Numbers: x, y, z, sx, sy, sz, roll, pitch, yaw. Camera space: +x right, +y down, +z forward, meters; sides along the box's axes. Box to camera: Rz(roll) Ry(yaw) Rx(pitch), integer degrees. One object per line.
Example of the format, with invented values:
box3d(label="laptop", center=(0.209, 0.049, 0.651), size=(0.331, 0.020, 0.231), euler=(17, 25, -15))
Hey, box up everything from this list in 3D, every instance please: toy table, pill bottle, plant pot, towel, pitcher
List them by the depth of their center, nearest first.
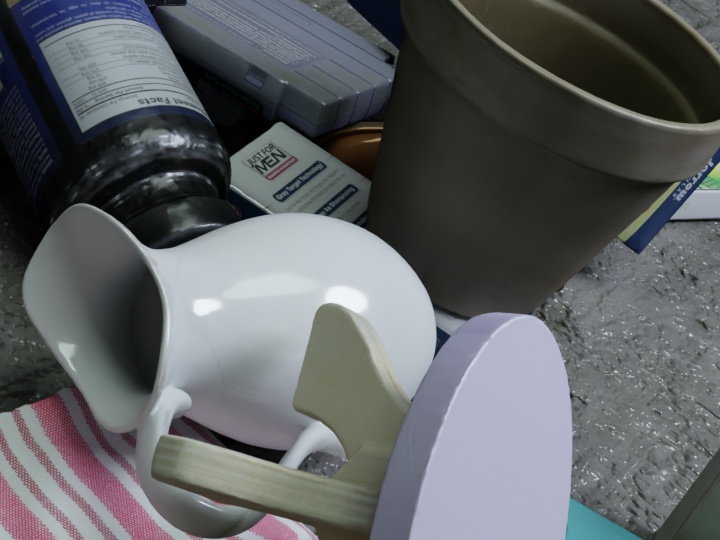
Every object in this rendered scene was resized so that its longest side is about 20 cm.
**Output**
box3d(label="toy table", center=(0.007, 0.112, 0.703), size=(0.117, 0.201, 0.184), euler=(5, -28, 36))
box3d(label="towel", center=(-0.121, 0.114, 0.758), size=(0.146, 0.030, 0.200), euler=(42, 34, 20))
box3d(label="pitcher", center=(-0.047, 0.051, 0.807), size=(0.199, 0.121, 0.172), euler=(4, 54, -46))
box3d(label="pill bottle", center=(-0.140, -0.072, 0.916), size=(0.111, 0.112, 0.201), euler=(-3, 53, -41))
box3d(label="plant pot", center=(0.089, -0.074, 0.935), size=(0.199, 0.174, 0.201), euler=(21, 32, -14))

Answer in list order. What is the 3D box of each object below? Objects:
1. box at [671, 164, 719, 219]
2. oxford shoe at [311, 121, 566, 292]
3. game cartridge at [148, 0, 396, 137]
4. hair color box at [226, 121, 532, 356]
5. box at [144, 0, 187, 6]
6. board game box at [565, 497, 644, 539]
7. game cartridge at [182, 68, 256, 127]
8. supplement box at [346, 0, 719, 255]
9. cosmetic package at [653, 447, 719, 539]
box3d(label="box", center=(0.209, -0.116, 1.335), size=(0.144, 0.036, 0.200), euler=(-3, 44, -40))
box3d(label="oxford shoe", center=(0.057, -0.041, 1.083), size=(0.199, 0.071, 0.072), euler=(19, 43, -12))
box3d(label="game cartridge", center=(-0.074, -0.156, 1.098), size=(0.199, 0.039, 0.129), euler=(33, 35, 20))
box3d(label="hair color box", center=(0.000, 0.000, 0.984), size=(0.199, 0.061, 0.100), euler=(34, 32, 8))
box3d(label="box", center=(-0.220, -0.248, 1.050), size=(0.181, 0.105, 0.200), euler=(-7, 33, -17))
box3d(label="board game box", center=(0.140, 0.204, 0.816), size=(0.199, 0.047, 0.151), euler=(30, 32, 2))
box3d(label="game cartridge", center=(-0.131, -0.181, 1.165), size=(0.200, 0.041, 0.133), euler=(36, 36, 12))
box3d(label="supplement box", center=(0.134, -0.150, 1.142), size=(0.199, 0.134, 0.200), euler=(33, 11, -42))
box3d(label="cosmetic package", center=(0.244, 0.118, 0.874), size=(0.103, 0.201, 0.073), euler=(32, 31, 8))
